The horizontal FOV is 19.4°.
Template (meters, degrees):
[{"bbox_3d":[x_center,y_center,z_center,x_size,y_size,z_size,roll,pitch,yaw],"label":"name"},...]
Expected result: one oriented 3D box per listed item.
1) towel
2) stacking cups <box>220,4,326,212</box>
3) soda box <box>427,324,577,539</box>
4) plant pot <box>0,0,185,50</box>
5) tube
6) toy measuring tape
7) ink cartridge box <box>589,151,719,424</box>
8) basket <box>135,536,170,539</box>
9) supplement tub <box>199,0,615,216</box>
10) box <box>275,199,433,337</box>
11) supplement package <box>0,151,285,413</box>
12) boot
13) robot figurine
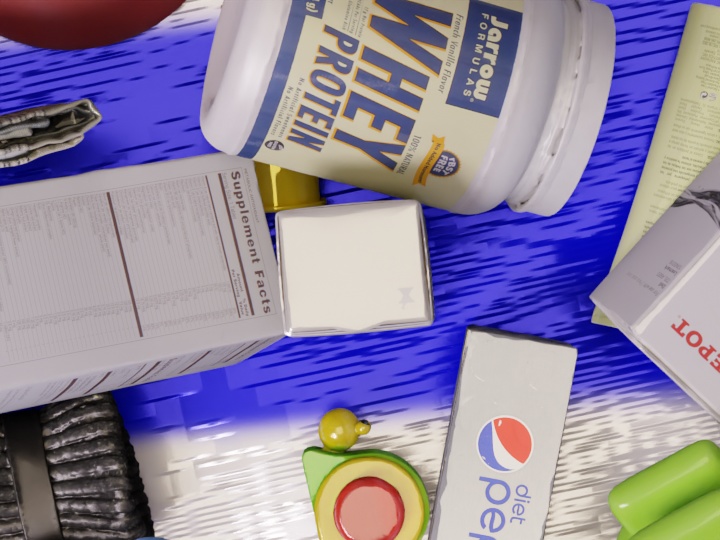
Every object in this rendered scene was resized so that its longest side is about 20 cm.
[{"bbox_3d":[-0.252,-0.055,1.161,0.192,0.200,0.035,-16,97,-18],"label":"towel"},{"bbox_3d":[-0.051,-0.135,1.234,0.060,0.061,0.200,-1,98,1],"label":"stacking cups"},{"bbox_3d":[0.078,0.136,1.245,0.068,0.063,0.200,10,91,2],"label":"soda box"},{"bbox_3d":[-0.179,-0.230,1.189,0.200,0.177,0.201,0,90,1],"label":"plant pot"},{"bbox_3d":[0.196,-0.057,1.251,0.058,0.052,0.200,16,96,34],"label":"tube"},{"bbox_3d":[0.015,0.177,1.245,0.073,0.074,0.200,-13,90,1],"label":"toy measuring tape"},{"bbox_3d":[0.253,-0.003,1.211,0.146,0.084,0.200,43,92,-20],"label":"ink cartridge box"},{"bbox_3d":[-0.143,0.240,1.195,0.200,0.139,0.176,-33,129,12],"label":"basket"},{"bbox_3d":[0.024,-0.113,1.150,0.200,0.145,0.145,14,91,-11],"label":"supplement tub"},{"bbox_3d":[0.000,0.000,1.176,0.082,0.200,0.068,-5,89,1],"label":"box"},{"bbox_3d":[-0.156,0.011,1.182,0.200,0.110,0.114,-10,82,-23],"label":"supplement package"},{"bbox_3d":[-0.223,0.089,1.241,0.158,0.079,0.211,-21,97,5],"label":"boot"},{"bbox_3d":[0.218,0.188,1.189,0.116,0.176,0.200,-32,123,11],"label":"robot figurine"}]
